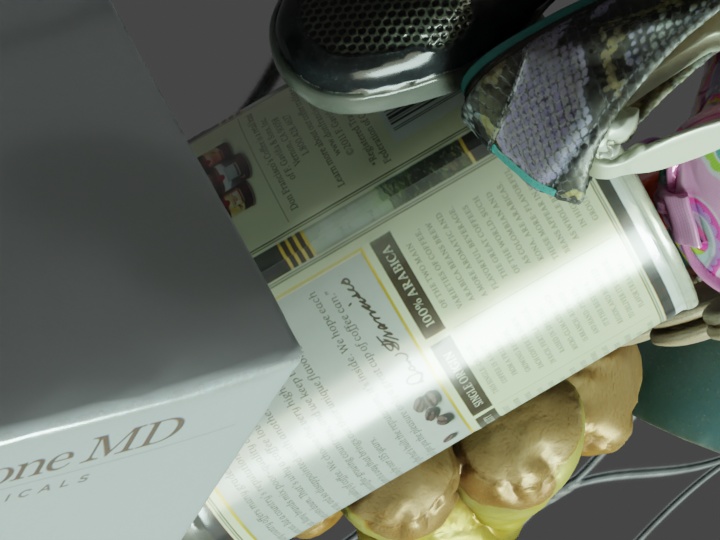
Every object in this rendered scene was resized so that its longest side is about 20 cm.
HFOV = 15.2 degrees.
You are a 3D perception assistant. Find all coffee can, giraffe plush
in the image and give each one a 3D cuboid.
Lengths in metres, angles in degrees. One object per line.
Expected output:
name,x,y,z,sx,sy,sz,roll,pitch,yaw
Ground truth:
coffee can,0.000,0.000,0.973,0.200,0.147,0.146,-30,158,3
giraffe plush,0.035,0.120,1.139,0.172,0.163,0.200,-17,-169,-20

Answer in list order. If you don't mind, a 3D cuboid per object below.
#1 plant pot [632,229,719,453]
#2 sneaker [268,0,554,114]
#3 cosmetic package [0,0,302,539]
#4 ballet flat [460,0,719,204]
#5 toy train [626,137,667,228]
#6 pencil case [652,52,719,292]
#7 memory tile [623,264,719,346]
plant pot,0.217,0.012,1.245,0.200,0.200,0.135,3,105,-53
sneaker,0.054,-0.130,0.858,0.199,0.076,0.114,-29,156,-8
cosmetic package,-0.154,0.031,0.831,0.167,0.167,0.200,-13,152,-34
ballet flat,0.128,-0.086,0.874,0.200,0.072,0.072,-35,159,-7
toy train,0.186,-0.054,1.131,0.200,0.056,0.150,-27,-176,-9
pencil case,0.162,-0.071,0.982,0.087,0.087,0.200,-46,-169,36
memory tile,0.184,-0.005,1.028,0.153,0.017,0.200,-25,-173,-20
